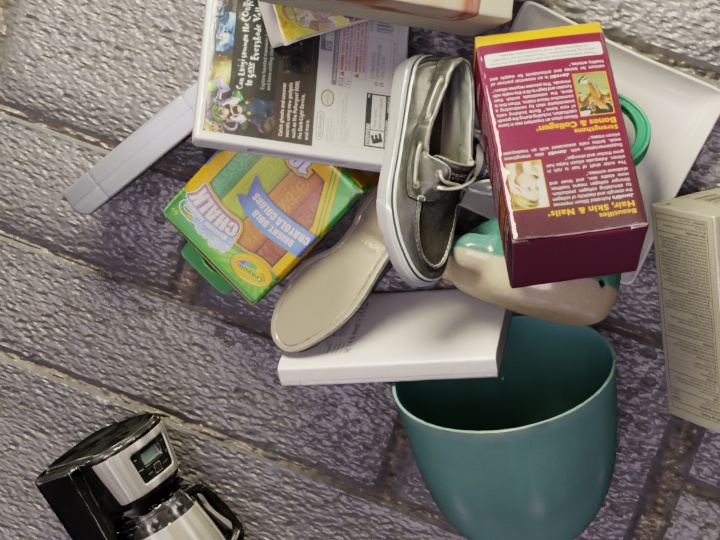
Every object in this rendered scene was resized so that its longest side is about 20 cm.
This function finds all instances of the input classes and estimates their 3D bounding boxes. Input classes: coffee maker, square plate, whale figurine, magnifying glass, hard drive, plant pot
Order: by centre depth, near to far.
[{"bbox_3d":[0.157,-0.138,1.425,0.200,0.022,0.080,18,65,14],"label":"magnifying glass"},{"bbox_3d":[0.140,-0.017,1.446,0.200,0.159,0.104,12,85,46],"label":"whale figurine"},{"bbox_3d":[0.198,-0.115,1.467,0.200,0.028,0.198,26,109,5],"label":"square plate"},{"bbox_3d":[0.141,0.158,1.475,0.200,0.201,0.161,-4,117,15],"label":"plant pot"},{"bbox_3d":[0.035,0.060,1.499,0.200,0.132,0.027,-4,118,15],"label":"hard drive"},{"bbox_3d":[-0.232,0.262,1.618,0.192,0.135,0.200,-28,96,19],"label":"coffee maker"}]

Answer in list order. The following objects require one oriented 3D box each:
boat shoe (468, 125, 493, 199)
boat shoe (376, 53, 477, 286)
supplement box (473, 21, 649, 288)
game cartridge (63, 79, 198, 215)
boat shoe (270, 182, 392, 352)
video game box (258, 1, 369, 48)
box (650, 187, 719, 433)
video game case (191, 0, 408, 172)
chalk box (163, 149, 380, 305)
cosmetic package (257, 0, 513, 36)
[{"bbox_3d":[0.110,-0.098,1.442,0.200,0.069,0.072,23,110,8],"label":"boat shoe"},{"bbox_3d":[0.061,-0.086,1.373,0.071,0.072,0.200,-1,89,47],"label":"boat shoe"},{"bbox_3d":[0.162,-0.096,1.346,0.110,0.086,0.200,-7,63,-1],"label":"supplement box"},{"bbox_3d":[-0.181,-0.127,1.500,0.200,0.133,0.041,-37,93,20],"label":"game cartridge"},{"bbox_3d":[0.000,0.000,1.479,0.073,0.063,0.200,42,96,28],"label":"boat shoe"},{"bbox_3d":[-0.018,-0.311,1.402,0.182,0.047,0.200,-18,96,-20],"label":"video game box"},{"bbox_3d":[0.320,0.035,1.433,0.078,0.095,0.200,-14,106,-24],"label":"box"},{"bbox_3d":[-0.049,-0.190,1.422,0.182,0.023,0.200,8,71,-11],"label":"video game case"},{"bbox_3d":[-0.090,-0.059,1.501,0.124,0.124,0.200,44,110,0],"label":"chalk box"},{"bbox_3d":[0.024,-0.263,1.347,0.200,0.087,0.103,5,88,-20],"label":"cosmetic package"}]
